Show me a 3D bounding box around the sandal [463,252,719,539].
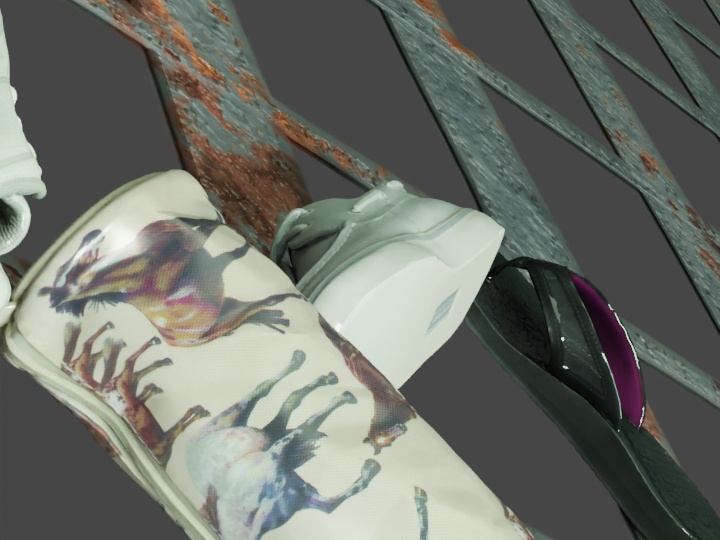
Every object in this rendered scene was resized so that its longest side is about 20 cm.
[{"bbox_3d":[0.108,0.046,0.986,0.201,0.048,0.075,50,20,10],"label":"sandal"}]

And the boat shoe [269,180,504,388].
[{"bbox_3d":[0.000,0.000,0.838,0.068,0.072,0.200,27,23,12],"label":"boat shoe"}]

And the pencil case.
[{"bbox_3d":[-0.024,0.062,0.640,0.200,0.078,0.089,47,47,3],"label":"pencil case"}]

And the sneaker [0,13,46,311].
[{"bbox_3d":[-0.132,-0.046,0.634,0.081,0.075,0.200,31,31,-20],"label":"sneaker"}]
